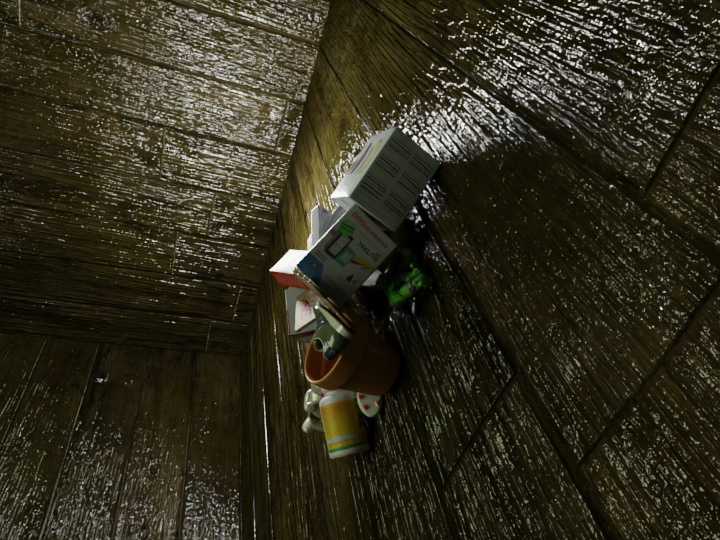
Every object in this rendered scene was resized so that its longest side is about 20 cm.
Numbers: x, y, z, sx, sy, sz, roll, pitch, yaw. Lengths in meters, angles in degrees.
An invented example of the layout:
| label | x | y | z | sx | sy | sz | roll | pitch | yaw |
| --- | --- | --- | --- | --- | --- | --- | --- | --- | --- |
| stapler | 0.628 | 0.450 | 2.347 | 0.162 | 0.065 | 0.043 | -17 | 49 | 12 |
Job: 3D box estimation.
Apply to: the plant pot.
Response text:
| label | x | y | z | sx | sy | sz | roll | pitch | yaw |
| --- | --- | --- | --- | --- | --- | --- | --- | --- | --- |
| plant pot | -0.009 | 0.216 | 1.294 | 0.200 | 0.182 | 0.201 | -44 | 29 | 32 |

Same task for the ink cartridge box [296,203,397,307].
| label | x | y | z | sx | sy | sz | roll | pitch | yaw |
| --- | --- | --- | --- | --- | --- | --- | --- | --- | --- |
| ink cartridge box | -0.037 | -0.033 | 1.274 | 0.200 | 0.147 | 0.146 | -47 | 3 | -6 |

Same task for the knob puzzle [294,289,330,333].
| label | x | y | z | sx | sy | sz | roll | pitch | yaw |
| --- | --- | --- | --- | --- | --- | --- | --- | --- | --- |
| knob puzzle | -0.091 | 0.071 | 1.425 | 0.219 | 0.030 | 0.220 | -33 | 26 | 18 |

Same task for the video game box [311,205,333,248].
| label | x | y | z | sx | sy | sz | roll | pitch | yaw |
| --- | --- | --- | --- | --- | --- | --- | --- | --- | --- |
| video game box | -0.076 | -0.087 | 1.671 | 0.047 | 0.181 | 0.202 | -34 | 46 | 37 |

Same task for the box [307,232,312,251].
| label | x | y | z | sx | sy | sz | roll | pitch | yaw |
| --- | --- | --- | --- | --- | --- | --- | --- | --- | --- |
| box | -0.093 | -0.022 | 1.725 | 0.049 | 0.158 | 0.202 | 124 | 148 | -50 |

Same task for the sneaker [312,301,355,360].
| label | x | y | z | sx | sy | sz | roll | pitch | yaw |
| --- | --- | --- | --- | --- | --- | --- | --- | --- | --- |
| sneaker | -0.084 | 0.142 | 1.213 | 0.090 | 0.067 | 0.200 | -55 | 27 | -1 |

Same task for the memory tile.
| label | x | y | z | sx | sy | sz | roll | pitch | yaw |
| --- | --- | --- | --- | --- | --- | --- | --- | --- | --- |
| memory tile | -0.087 | 0.061 | 1.211 | 0.017 | 0.153 | 0.200 | -46 | 22 | -7 |

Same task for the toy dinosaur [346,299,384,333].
| label | x | y | z | sx | sy | sz | roll | pitch | yaw |
| --- | --- | --- | --- | --- | --- | --- | --- | --- | --- |
| toy dinosaur | 0.021 | 0.165 | 1.470 | 0.106 | 0.060 | 0.202 | -25 | 83 | 63 |

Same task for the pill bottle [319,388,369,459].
| label | x | y | z | sx | sy | sz | roll | pitch | yaw |
| --- | --- | --- | --- | --- | --- | --- | --- | --- | --- |
| pill bottle | -0.049 | 0.395 | 1.419 | 0.113 | 0.112 | 0.202 | 133 | 127 | -58 |

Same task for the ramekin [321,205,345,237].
| label | x | y | z | sx | sy | sz | roll | pitch | yaw |
| --- | --- | --- | --- | --- | --- | --- | --- | --- | --- |
| ramekin | -0.017 | -0.128 | 1.558 | 0.200 | 0.105 | 0.201 | -43 | 27 | 29 |

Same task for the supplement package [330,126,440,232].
| label | x | y | z | sx | sy | sz | roll | pitch | yaw |
| --- | --- | --- | --- | --- | --- | --- | --- | --- | --- |
| supplement package | 0.055 | -0.221 | 1.302 | 0.201 | 0.147 | 0.191 | -56 | 18 | -5 |

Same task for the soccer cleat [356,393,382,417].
| label | x | y | z | sx | sy | sz | roll | pitch | yaw |
| --- | --- | --- | --- | --- | --- | --- | --- | --- | --- |
| soccer cleat | 0.016 | 0.316 | 1.421 | 0.201 | 0.069 | 0.078 | -112 | 7 | -46 |

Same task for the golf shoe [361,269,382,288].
| label | x | y | z | sx | sy | sz | roll | pitch | yaw |
| --- | --- | --- | --- | --- | --- | --- | --- | --- | --- |
| golf shoe | 0.000 | 0.000 | 1.462 | 0.198 | 0.075 | 0.093 | 6 | 99 | 35 |

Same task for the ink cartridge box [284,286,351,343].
| label | x | y | z | sx | sy | sz | roll | pitch | yaw |
| --- | --- | --- | --- | --- | --- | --- | --- | --- | --- |
| ink cartridge box | -0.118 | 0.134 | 1.591 | 0.200 | 0.143 | 0.147 | 42 | -145 | -62 |

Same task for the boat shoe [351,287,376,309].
| label | x | y | z | sx | sy | sz | roll | pitch | yaw |
| --- | --- | --- | --- | --- | --- | --- | --- | --- | --- |
| boat shoe | 0.007 | 0.030 | 1.543 | 0.201 | 0.071 | 0.068 | -106 | 32 | -49 |

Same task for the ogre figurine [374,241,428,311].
| label | x | y | z | sx | sy | sz | roll | pitch | yaw |
| --- | --- | --- | --- | --- | --- | --- | --- | --- | --- |
| ogre figurine | 0.100 | 0.019 | 1.263 | 0.120 | 0.098 | 0.200 | -55 | 43 | 17 |

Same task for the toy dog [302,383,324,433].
| label | x | y | z | sx | sy | sz | roll | pitch | yaw |
| --- | --- | --- | --- | --- | --- | --- | --- | --- | --- |
| toy dog | -0.090 | 0.370 | 1.560 | 0.194 | 0.138 | 0.202 | -49 | -36 | -49 |

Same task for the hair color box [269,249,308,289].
| label | x | y | z | sx | sy | sz | roll | pitch | yaw |
| --- | --- | --- | --- | --- | --- | --- | --- | --- | --- |
| hair color box | -0.171 | -0.004 | 1.531 | 0.199 | 0.061 | 0.102 | 6 | 47 | 51 |
